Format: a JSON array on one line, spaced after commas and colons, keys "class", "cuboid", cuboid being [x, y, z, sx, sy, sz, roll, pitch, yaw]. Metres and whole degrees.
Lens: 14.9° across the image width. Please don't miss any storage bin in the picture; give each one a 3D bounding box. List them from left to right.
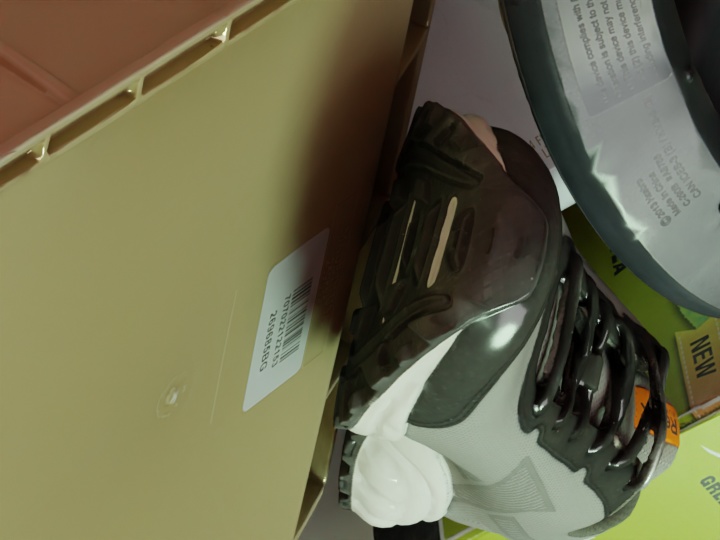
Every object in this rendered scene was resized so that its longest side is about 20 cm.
[{"class": "storage bin", "cuboid": [-0.074, 0.006, 0.579, 0.199, 0.094, 0.200, -39, 149, -48]}]

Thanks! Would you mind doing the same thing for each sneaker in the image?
[{"class": "sneaker", "cuboid": [0.037, 0.018, 0.628, 0.200, 0.079, 0.074, 81, 24, -75]}]

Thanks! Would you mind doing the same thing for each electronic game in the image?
[{"class": "electronic game", "cuboid": [0.091, -0.088, 0.632, 0.200, 0.042, 0.200, 0, 91, -52]}]

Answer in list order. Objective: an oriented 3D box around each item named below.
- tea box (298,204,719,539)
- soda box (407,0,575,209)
[{"class": "tea box", "cuboid": [0.077, 0.035, 0.832, 0.197, 0.200, 0.134, -30, 127, 20]}, {"class": "soda box", "cuboid": [0.079, -0.073, 0.730, 0.200, 0.068, 0.064, -29, 170, -20]}]
